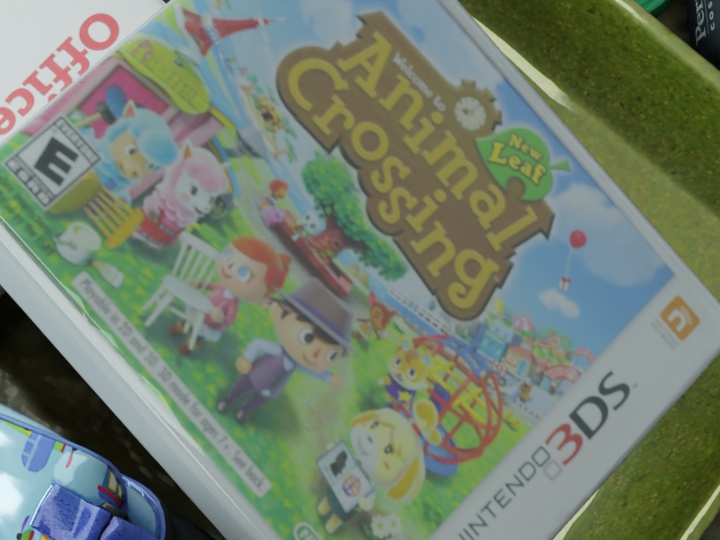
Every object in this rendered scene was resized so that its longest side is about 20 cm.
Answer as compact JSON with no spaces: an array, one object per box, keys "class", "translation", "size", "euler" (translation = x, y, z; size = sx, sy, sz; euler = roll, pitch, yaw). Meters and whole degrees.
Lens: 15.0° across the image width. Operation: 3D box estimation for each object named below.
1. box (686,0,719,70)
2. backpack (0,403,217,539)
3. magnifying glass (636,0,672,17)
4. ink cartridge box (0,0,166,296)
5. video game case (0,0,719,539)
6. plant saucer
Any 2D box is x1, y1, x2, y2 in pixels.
[{"class":"box","translation":[0.189,-0.163,0.899],"size":[0.107,0.200,0.149],"euler":[2,73,-17]},{"class":"backpack","translation":[-0.146,0.135,0.803],"size":[0.182,0.135,0.200],"euler":[25,80,29]},{"class":"magnifying glass","translation":[0.051,-0.078,0.961],"size":[0.080,0.022,0.200],"euler":[33,71,3]},{"class":"ink cartridge box","translation":[-0.175,-0.080,0.901],"size":[0.200,0.084,0.145],"euler":[41,74,7]},{"class":"video game case","translation":[0.000,0.000,0.834],"size":[0.200,0.022,0.182],"euler":[49,58,-4]},{"class":"plant saucer","translation":[0.047,0.004,0.907],"size":[0.200,0.048,0.200],"euler":[39,75,-5]}]
